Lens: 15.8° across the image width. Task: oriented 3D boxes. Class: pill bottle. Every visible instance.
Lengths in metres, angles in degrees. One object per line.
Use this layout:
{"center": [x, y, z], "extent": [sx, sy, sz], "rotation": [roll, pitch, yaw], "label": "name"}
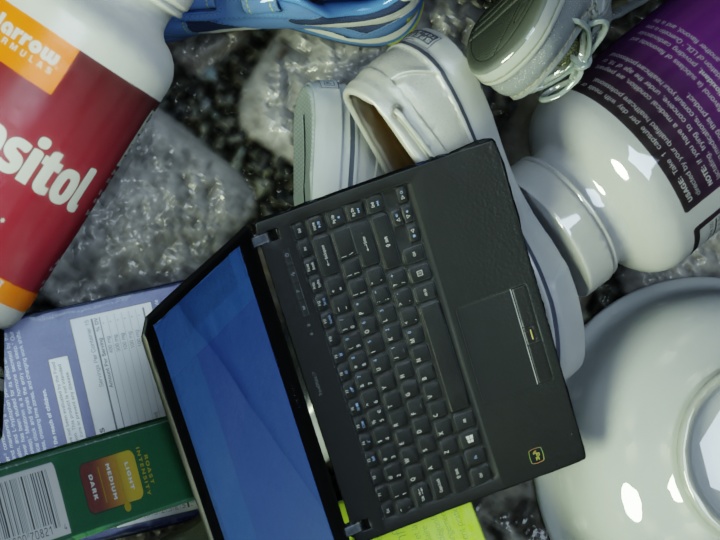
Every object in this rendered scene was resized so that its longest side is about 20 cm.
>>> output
{"center": [-0.164, -0.082, 1.262], "extent": [0.113, 0.113, 0.200], "rotation": [32, 91, -8], "label": "pill bottle"}
{"center": [0.168, -0.077, 1.360], "extent": [0.200, 0.112, 0.113], "rotation": [-38, 92, -15], "label": "pill bottle"}

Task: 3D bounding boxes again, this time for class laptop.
{"center": [0.007, 0.059, 1.231], "extent": [0.200, 0.103, 0.178], "rotation": [-19, 108, -8], "label": "laptop"}

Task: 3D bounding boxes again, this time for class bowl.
{"center": [0.196, 0.098, 1.357], "extent": [0.201, 0.090, 0.202], "rotation": [2, 83, -12], "label": "bowl"}

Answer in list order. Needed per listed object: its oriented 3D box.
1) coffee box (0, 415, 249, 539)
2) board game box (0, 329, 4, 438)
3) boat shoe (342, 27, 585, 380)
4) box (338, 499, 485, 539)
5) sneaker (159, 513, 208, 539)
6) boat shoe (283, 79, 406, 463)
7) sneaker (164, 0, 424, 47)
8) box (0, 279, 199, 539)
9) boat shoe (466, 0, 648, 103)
{"center": [-0.154, 0.107, 1.173], "extent": [0.200, 0.123, 0.044], "rotation": [-14, 87, -58], "label": "coffee box"}
{"center": [-0.254, 0.010, 1.205], "extent": [0.200, 0.105, 0.023], "rotation": [32, 112, -20], "label": "board game box"}
{"center": [0.048, -0.019, 1.309], "extent": [0.070, 0.071, 0.200], "rotation": [-35, 114, -25], "label": "boat shoe"}
{"center": [-0.026, 0.182, 1.296], "extent": [0.200, 0.048, 0.122], "rotation": [-14, 64, -14], "label": "box"}
{"center": [-0.130, 0.157, 1.212], "extent": [0.085, 0.075, 0.200], "rotation": [43, 53, 12], "label": "sneaker"}
{"center": [0.000, 0.000, 1.331], "extent": [0.067, 0.074, 0.200], "rotation": [4, 82, -12], "label": "boat shoe"}
{"center": [-0.058, -0.157, 1.333], "extent": [0.200, 0.082, 0.074], "rotation": [-1, 85, -12], "label": "sneaker"}
{"center": [-0.144, 0.079, 1.308], "extent": [0.200, 0.032, 0.121], "rotation": [-12, 86, -13], "label": "box"}
{"center": [0.110, -0.133, 1.317], "extent": [0.065, 0.202, 0.074], "rotation": [45, 117, -5], "label": "boat shoe"}
